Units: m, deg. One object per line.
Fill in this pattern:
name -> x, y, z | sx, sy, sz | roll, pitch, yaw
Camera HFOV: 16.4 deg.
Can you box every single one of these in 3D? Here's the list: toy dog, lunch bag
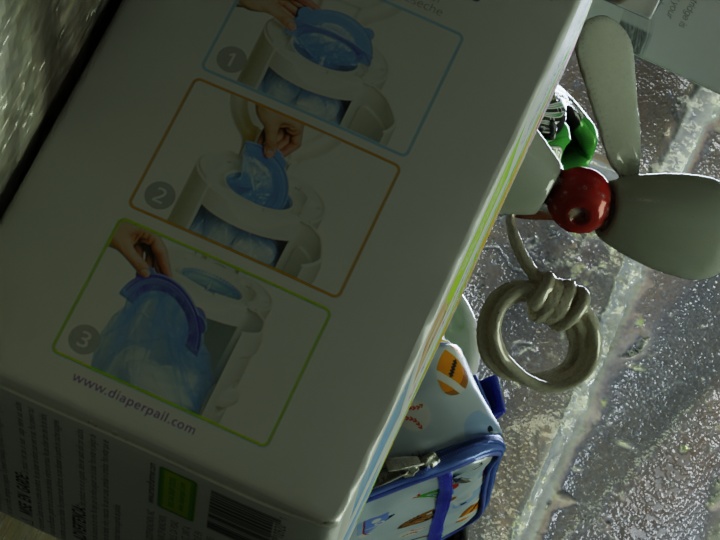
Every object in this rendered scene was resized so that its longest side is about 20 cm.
toy dog -> 0.054, -0.056, 1.026 | 0.132, 0.200, 0.096 | -41, -155, 23
lunch bag -> -0.005, 0.104, 1.199 | 0.160, 0.076, 0.200 | -20, 165, -8

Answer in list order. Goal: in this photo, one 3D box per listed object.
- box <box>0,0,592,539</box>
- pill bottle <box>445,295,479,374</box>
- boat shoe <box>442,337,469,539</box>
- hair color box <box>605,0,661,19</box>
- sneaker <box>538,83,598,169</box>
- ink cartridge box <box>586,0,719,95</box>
box -> -0.016, -0.025, 0.636 | 0.113, 0.101, 0.200 | 105, 10, -67
pill bottle -> 0.013, 0.067, 1.574 | 0.200, 0.111, 0.111 | 101, 14, -75
boat shoe -> 0.024, 0.058, 1.333 | 0.072, 0.061, 0.201 | -21, 110, -53
hair color box -> 0.134, -0.230, 1.168 | 0.061, 0.100, 0.200 | -53, 166, -73
sneaker -> 0.075, -0.089, 1.412 | 0.200, 0.085, 0.078 | -5, 128, -57
ink cartridge box -> 0.156, -0.190, 1.271 | 0.083, 0.200, 0.147 | -61, 175, -52
